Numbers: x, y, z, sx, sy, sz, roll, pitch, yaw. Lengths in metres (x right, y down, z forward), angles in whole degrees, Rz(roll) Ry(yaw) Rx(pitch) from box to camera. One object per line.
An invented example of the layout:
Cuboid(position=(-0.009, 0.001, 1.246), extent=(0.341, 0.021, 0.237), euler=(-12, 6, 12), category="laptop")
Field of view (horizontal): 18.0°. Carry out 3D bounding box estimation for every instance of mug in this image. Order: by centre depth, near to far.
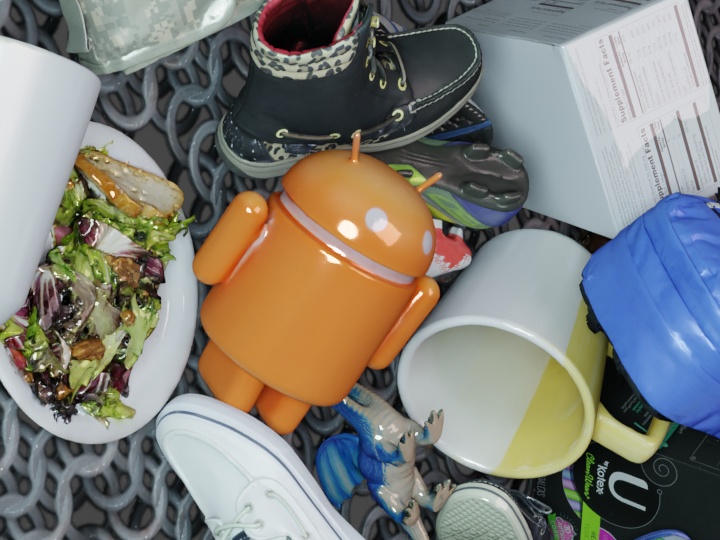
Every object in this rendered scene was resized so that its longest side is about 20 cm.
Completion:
Cuboid(position=(-0.248, -0.050, 1.258), extent=(0.149, 0.185, 0.155), euler=(52, 48, -81), category="mug")
Cuboid(position=(0.131, 0.062, 1.703), extent=(0.187, 0.149, 0.154), euler=(52, 38, -21), category="mug")

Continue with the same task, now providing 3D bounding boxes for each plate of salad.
Cuboid(position=(-0.160, 0.006, 1.410), extent=(0.199, 0.048, 0.202), euler=(8, 80, -53), category="plate of salad")

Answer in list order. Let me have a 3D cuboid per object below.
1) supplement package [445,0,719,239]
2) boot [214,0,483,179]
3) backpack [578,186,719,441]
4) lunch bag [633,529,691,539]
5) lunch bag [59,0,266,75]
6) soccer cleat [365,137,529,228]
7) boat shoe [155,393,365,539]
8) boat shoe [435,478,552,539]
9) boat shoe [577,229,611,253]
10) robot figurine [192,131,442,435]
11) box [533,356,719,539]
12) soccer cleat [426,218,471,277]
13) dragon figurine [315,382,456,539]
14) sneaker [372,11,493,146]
Cuboid(position=(0.172, -0.128, 1.718), extent=(0.110, 0.200, 0.157), euler=(-25, 109, -16), category="supplement package")
Cuboid(position=(0.005, -0.141, 1.505), extent=(0.202, 0.154, 0.074), euler=(-22, 69, -19), category="boot")
Cuboid(position=(0.261, 0.021, 1.621), extent=(0.199, 0.168, 0.163), euler=(13, 38, -48), category="backpack")
Cuboid(position=(0.186, 0.292, 1.686), extent=(0.082, 0.199, 0.162), euler=(-124, -171, -71), category="lunch bag")
Cuboid(position=(-0.124, -0.233, 1.432), extent=(0.200, 0.117, 0.165), euler=(-38, 119, -39), category="lunch bag")
Cuboid(position=(0.023, -0.071, 1.618), extent=(0.199, 0.084, 0.065), euler=(16, 64, -16), category="soccer cleat")
Cuboid(position=(-0.058, 0.162, 1.449), extent=(0.200, 0.074, 0.067), euler=(40, 39, 0), category="boat shoe")
Cuboid(position=(0.103, 0.190, 1.684), extent=(0.200, 0.074, 0.063), euler=(61, 41, -61), category="boat shoe")
Cuboid(position=(0.203, -0.013, 1.882), extent=(0.200, 0.071, 0.069), euler=(-23, 100, -61), category="boat shoe")
Cuboid(position=(-0.028, 0.006, 1.475), extent=(0.201, 0.143, 0.117), euler=(-57, 176, 12), category="robot figurine")
Cuboid(position=(0.249, 0.172, 1.776), extent=(0.124, 0.199, 0.150), euler=(-40, 140, -47), category="box")
Cuboid(position=(0.000, 0.000, 1.609), extent=(0.199, 0.068, 0.086), euler=(4, 95, -46), category="soccer cleat")
Cuboid(position=(0.010, 0.137, 1.603), extent=(0.059, 0.099, 0.202), euler=(-35, 127, -39), category="dragon figurine")
Cuboid(position=(0.010, -0.145, 1.648), extent=(0.200, 0.076, 0.077), euler=(38, 18, -33), category="sneaker")
